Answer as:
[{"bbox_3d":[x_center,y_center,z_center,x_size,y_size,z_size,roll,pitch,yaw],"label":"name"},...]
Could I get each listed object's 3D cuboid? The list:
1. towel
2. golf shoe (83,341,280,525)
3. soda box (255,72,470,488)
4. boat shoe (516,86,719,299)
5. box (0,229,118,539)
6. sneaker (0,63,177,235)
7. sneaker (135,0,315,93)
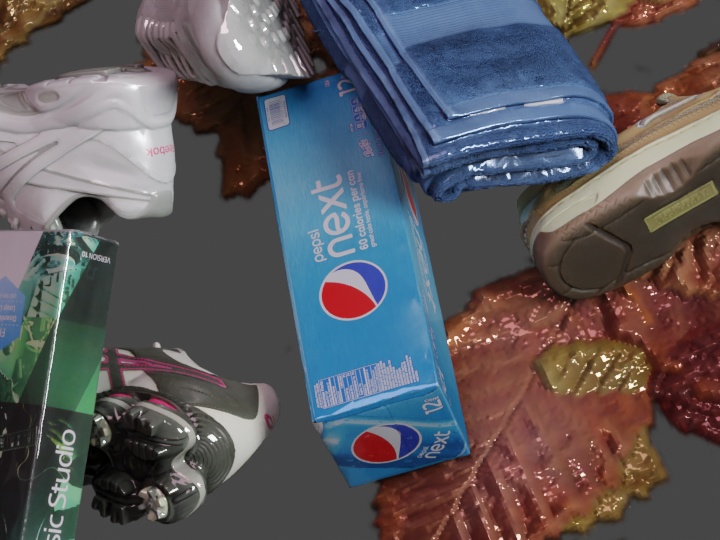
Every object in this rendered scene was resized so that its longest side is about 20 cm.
[{"bbox_3d":[0.042,-0.116,1.159,0.111,0.049,0.200,-11,44,-21],"label":"towel"},{"bbox_3d":[-0.131,0.071,1.153,0.199,0.078,0.088,15,29,36],"label":"golf shoe"},{"bbox_3d":[0.000,0.000,1.149,0.064,0.068,0.201,-16,54,8],"label":"soda box"},{"bbox_3d":[0.167,-0.063,1.143,0.199,0.072,0.076,-23,41,2],"label":"boat shoe"},{"bbox_3d":[-0.184,0.081,1.097,0.144,0.036,0.201,0,81,44],"label":"box"},{"bbox_3d":[-0.179,-0.051,1.239,0.199,0.078,0.100,-3,96,38],"label":"sneaker"},{"bbox_3d":[-0.076,-0.125,1.223,0.080,0.077,0.200,-26,16,6],"label":"sneaker"}]
